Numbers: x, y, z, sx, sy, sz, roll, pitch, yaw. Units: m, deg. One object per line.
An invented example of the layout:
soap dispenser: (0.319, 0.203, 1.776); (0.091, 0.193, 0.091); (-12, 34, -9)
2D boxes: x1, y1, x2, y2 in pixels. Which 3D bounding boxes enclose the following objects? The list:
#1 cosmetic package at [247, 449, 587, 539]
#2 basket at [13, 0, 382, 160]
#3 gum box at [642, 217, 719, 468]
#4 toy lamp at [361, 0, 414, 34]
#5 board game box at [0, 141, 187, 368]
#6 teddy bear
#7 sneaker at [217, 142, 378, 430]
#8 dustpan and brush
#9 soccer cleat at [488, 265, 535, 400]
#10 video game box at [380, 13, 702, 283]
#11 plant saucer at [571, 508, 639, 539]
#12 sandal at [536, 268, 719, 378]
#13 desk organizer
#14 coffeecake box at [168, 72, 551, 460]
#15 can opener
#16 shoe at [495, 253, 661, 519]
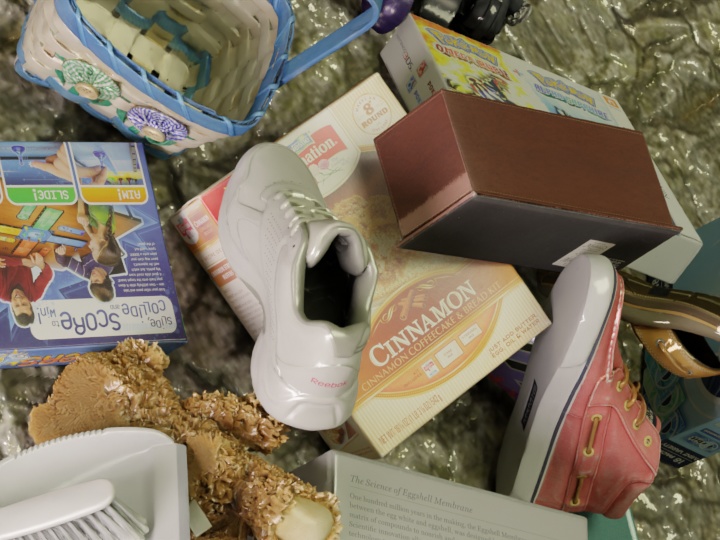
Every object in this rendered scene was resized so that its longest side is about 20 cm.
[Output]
cosmetic package: (0.029, 0.236, 1.416); (0.199, 0.123, 0.200); (18, 60, -31)
basket: (-0.105, -0.162, 1.447); (0.176, 0.200, 0.139); (31, 47, -21)
gum box: (0.284, 0.030, 1.666); (0.045, 0.200, 0.170); (25, 56, -29)
toy lamp: (-0.055, -0.226, 1.621); (0.200, 0.058, 0.058); (27, 55, -29)
board game box: (-0.207, -0.010, 1.406); (0.200, 0.034, 0.135); (-1, 71, -39)
teddy bear: (-0.100, 0.126, 1.365); (0.145, 0.200, 0.067); (-66, 156, -10)
sneaker: (-0.026, -0.009, 1.385); (0.078, 0.099, 0.200); (4, 49, -26)
dustpan and brush: (-0.197, 0.144, 1.280); (0.140, 0.200, 0.057); (-98, 170, -52)
soccer cleat: (0.086, 0.037, 1.609); (0.073, 0.068, 0.200); (-29, 93, -18)
video game box: (0.126, -0.086, 1.652); (0.200, 0.047, 0.182); (19, 28, -31)
plant saucer: (0.178, 0.239, 1.607); (0.070, 0.019, 0.200); (0, 70, -38)
sandal: (0.210, 0.042, 1.587); (0.080, 0.200, 0.054); (-20, 125, -70)
desk organizer: (0.107, -0.053, 1.501); (0.200, 0.072, 0.077); (8, 58, -44)
coffeecake box: (0.000, 0.000, 1.513); (0.154, 0.073, 0.200); (-37, 94, -23)
can opener: (0.103, -0.242, 1.747); (0.079, 0.063, 0.200); (38, 51, -18)
shoe: (0.158, 0.079, 1.544); (0.091, 0.200, 0.071); (9, 32, -11)
